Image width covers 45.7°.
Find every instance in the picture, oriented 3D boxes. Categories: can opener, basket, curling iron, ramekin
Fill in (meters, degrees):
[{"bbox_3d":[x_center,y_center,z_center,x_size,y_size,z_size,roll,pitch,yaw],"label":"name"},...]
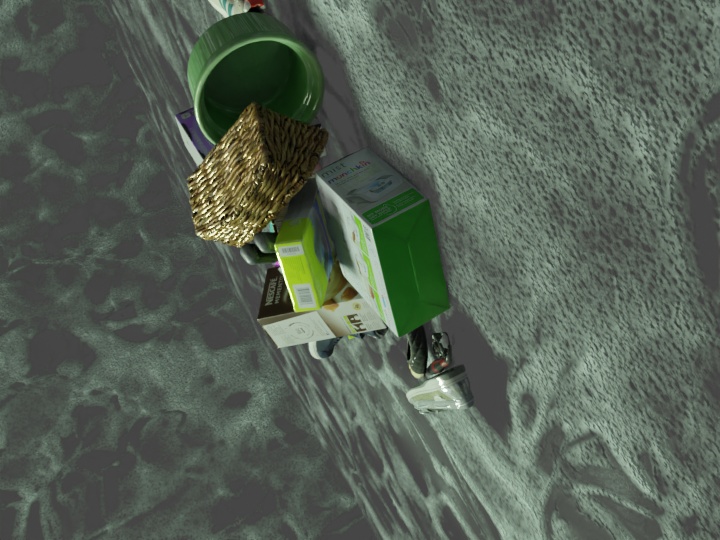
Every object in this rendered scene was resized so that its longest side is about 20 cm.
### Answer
[{"bbox_3d":[-0.119,-0.021,1.295,0.067,0.053,0.200,52,-170,6],"label":"can opener"},{"bbox_3d":[-0.140,-0.121,1.260,0.200,0.148,0.144,-41,52,33],"label":"basket"},{"bbox_3d":[0.123,0.141,1.357,0.200,0.025,0.050,92,170,-71],"label":"curling iron"},{"bbox_3d":[-0.161,-0.282,1.271,0.201,0.198,0.098,79,165,-48],"label":"ramekin"}]

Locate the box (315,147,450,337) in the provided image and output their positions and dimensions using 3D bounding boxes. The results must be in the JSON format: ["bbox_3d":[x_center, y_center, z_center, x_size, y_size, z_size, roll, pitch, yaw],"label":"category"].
[{"bbox_3d":[0.029,-0.040,1.213,0.177,0.096,0.201,47,159,49],"label":"box"}]

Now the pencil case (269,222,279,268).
[{"bbox_3d":[-0.141,-0.102,1.644,0.084,0.093,0.202,12,127,20],"label":"pencil case"}]

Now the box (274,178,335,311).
[{"bbox_3d":[-0.077,-0.047,1.284,0.201,0.047,0.123,-79,-21,-54],"label":"box"}]

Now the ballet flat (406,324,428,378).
[{"bbox_3d":[0.073,0.093,1.360,0.067,0.056,0.202,-107,3,-56],"label":"ballet flat"}]

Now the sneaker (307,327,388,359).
[{"bbox_3d":[-0.020,0.107,1.540,0.203,0.145,0.077,90,-166,-53],"label":"sneaker"}]

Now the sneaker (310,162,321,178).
[{"bbox_3d":[-0.100,-0.166,1.460,0.201,0.075,0.105,57,-179,-5],"label":"sneaker"}]

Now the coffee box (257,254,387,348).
[{"bbox_3d":[-0.057,0.044,1.389,0.115,0.198,0.080,-84,-27,-42],"label":"coffee box"}]

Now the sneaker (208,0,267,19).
[{"bbox_3d":[-0.189,-0.432,1.381,0.093,0.070,0.201,-31,83,58],"label":"sneaker"}]

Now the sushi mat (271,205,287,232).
[{"bbox_3d":[-0.116,-0.084,1.480,0.200,0.012,0.097,-23,-82,-76],"label":"sushi mat"}]

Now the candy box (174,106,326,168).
[{"bbox_3d":[-0.180,-0.225,1.413,0.168,0.199,0.072,53,162,35],"label":"candy box"}]

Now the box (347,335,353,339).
[{"bbox_3d":[-0.046,0.019,1.634,0.122,0.047,0.202,-110,-4,-75],"label":"box"}]

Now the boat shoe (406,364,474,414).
[{"bbox_3d":[0.127,0.198,1.347,0.065,0.074,0.202,65,159,10],"label":"boat shoe"}]
